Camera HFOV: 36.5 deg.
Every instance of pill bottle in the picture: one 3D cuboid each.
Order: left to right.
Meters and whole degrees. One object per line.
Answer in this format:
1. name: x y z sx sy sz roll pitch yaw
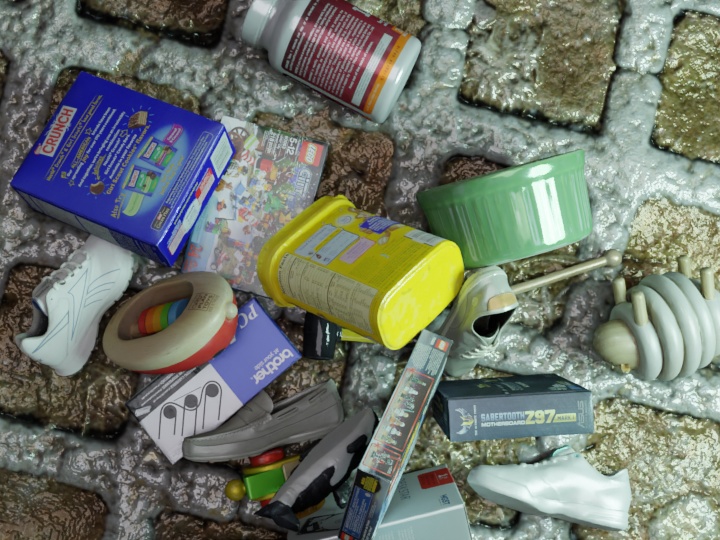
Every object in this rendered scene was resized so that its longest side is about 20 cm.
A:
1. pill bottle: -0.037 -0.269 1.307 0.199 0.113 0.114 28 86 0

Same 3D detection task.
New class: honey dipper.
1. honey dipper: 0.226 0.013 1.332 0.198 0.038 0.038 -16 87 -4

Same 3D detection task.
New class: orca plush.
1. orca plush: -0.028 0.237 1.218 0.105 0.200 0.071 -27 100 30

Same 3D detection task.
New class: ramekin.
1. ramekin: 0.171 -0.067 1.259 0.198 0.200 0.099 -15 94 -2

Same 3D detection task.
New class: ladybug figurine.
1. ladybug figurine: -0.213 0.067 1.267 0.072 0.199 0.136 51 47 -32

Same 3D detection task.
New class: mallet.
1. mallet: 0.026 0.092 1.324 0.198 0.041 0.066 13 86 -4

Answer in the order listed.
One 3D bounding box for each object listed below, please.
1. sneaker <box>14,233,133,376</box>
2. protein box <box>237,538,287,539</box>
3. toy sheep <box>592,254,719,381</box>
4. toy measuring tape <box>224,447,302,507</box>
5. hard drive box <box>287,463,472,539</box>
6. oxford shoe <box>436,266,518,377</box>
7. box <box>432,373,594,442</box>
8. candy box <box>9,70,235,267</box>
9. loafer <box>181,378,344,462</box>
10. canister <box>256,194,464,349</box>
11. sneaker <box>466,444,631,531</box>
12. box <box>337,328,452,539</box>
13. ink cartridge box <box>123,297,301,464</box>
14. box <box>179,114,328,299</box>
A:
1. sneaker: -0.334 0.024 1.286 0.087 0.074 0.201 28 82 -42
2. protein box: -0.174 0.420 1.246 0.198 0.135 0.200 -1 86 -1
3. toy sheep: 0.366 0.061 1.285 0.198 0.138 0.139 -16 86 -7
4. toy measuring tape: -0.071 0.238 1.309 0.199 0.073 0.074 -13 86 -24
5. hard drive box: 0.021 0.300 1.244 0.198 0.156 0.077 -13 97 -3
6. oxford shoe: 0.132 0.074 1.250 0.075 0.201 0.058 -17 60 -22
7. box: 0.165 0.153 1.238 0.156 0.200 0.052 -4 89 -1
8. candy box: -0.274 -0.120 1.273 0.199 0.077 0.170 23 71 12
9. loafer: -0.116 0.176 1.282 0.198 0.070 0.070 -12 94 -22
10. canister: 0.000 0.000 1.234 0.148 0.199 0.087 -41 131 -27
11. sneaker: 0.227 0.248 1.306 0.198 0.075 0.089 15 73 -6
12. box: 0.038 0.178 1.160 0.040 0.138 0.201 22 46 8
13. ink cartridge box: -0.175 0.131 1.311 0.200 0.044 0.094 -40 89 -3
14. box: -0.128 -0.074 1.329 0.135 0.038 0.202 14 86 0
